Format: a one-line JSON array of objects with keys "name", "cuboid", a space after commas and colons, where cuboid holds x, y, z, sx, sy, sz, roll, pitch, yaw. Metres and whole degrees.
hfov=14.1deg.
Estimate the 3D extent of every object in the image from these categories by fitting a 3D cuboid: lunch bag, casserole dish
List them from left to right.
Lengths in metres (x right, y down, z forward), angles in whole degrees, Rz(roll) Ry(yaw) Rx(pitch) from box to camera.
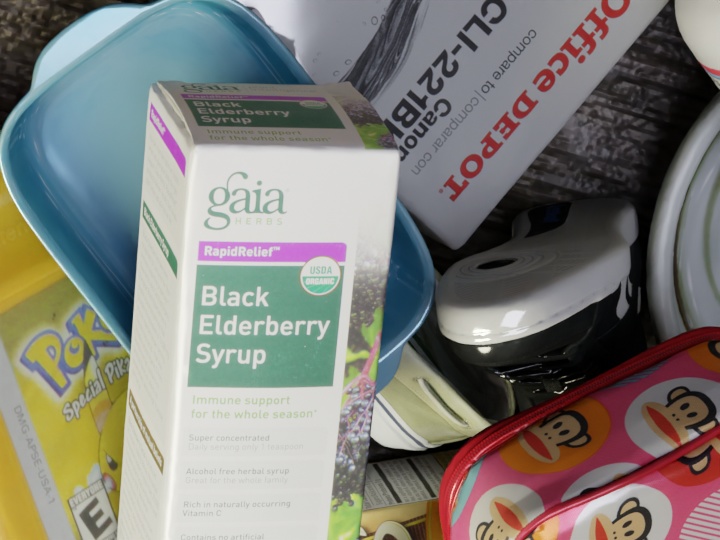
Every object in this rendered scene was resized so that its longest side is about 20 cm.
[{"name": "casserole dish", "cuboid": [-0.057, -0.025, 1.136, 0.121, 0.039, 0.200, -35, 114, 3]}, {"name": "lunch bag", "cuboid": [0.111, 0.137, 1.172, 0.176, 0.082, 0.200, -25, 127, -15]}]

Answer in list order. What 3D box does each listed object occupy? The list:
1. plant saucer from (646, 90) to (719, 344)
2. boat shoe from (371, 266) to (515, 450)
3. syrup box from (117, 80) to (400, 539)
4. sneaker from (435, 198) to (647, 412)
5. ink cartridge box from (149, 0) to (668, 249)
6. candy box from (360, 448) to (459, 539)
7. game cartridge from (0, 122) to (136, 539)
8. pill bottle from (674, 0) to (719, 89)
[{"name": "plant saucer", "cuboid": [0.207, -0.013, 1.290, 0.200, 0.050, 0.200, -6, 105, -22]}, {"name": "boat shoe", "cuboid": [0.000, 0.000, 1.218, 0.062, 0.072, 0.200, -9, 136, 33]}, {"name": "syrup box", "cuboid": [-0.041, 0.032, 1.098, 0.079, 0.081, 0.200, 0, 113, -16]}, {"name": "sneaker", "cuboid": [0.087, 0.040, 1.199, 0.073, 0.200, 0.112, -6, 100, 18]}, {"name": "ink cartridge box", "cuboid": [0.006, -0.127, 1.185, 0.200, 0.084, 0.144, 40, 90, -23]}, {"name": "candy box", "cuboid": [0.036, 0.143, 1.296, 0.200, 0.055, 0.115, -9, 111, -13]}, {"name": "game cartridge", "cuboid": [-0.103, 0.034, 1.170, 0.176, 0.032, 0.200, -32, 114, -40]}, {"name": "pill bottle", "cuboid": [0.197, -0.094, 1.177, 0.109, 0.109, 0.200, -40, 116, 0]}]
